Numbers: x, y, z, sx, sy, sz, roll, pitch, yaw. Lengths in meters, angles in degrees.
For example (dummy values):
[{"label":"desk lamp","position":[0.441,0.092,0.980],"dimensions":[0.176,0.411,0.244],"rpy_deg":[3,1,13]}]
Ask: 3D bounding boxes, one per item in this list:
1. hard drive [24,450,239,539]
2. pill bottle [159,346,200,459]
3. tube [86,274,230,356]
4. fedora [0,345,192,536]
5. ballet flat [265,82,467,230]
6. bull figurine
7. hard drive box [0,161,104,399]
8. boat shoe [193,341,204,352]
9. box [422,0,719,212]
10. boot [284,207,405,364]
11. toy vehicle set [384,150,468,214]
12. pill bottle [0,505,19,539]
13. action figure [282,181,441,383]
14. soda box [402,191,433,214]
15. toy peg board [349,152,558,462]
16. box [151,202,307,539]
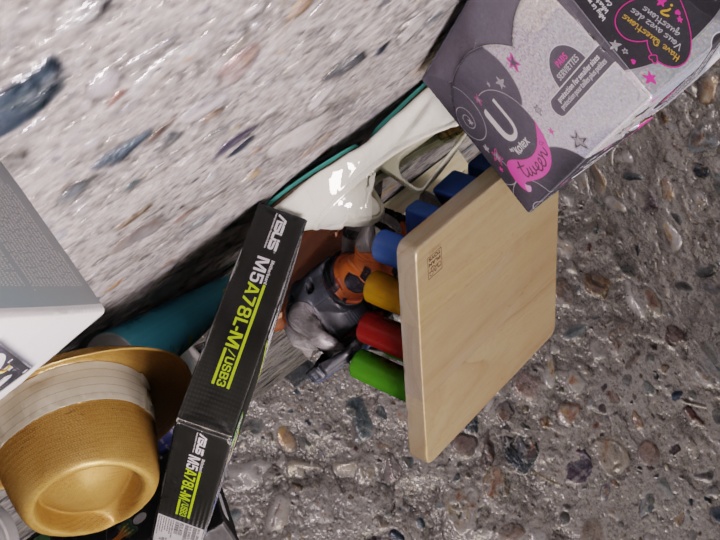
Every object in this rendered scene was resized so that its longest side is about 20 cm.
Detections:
[{"label":"hard drive","position":[-0.203,0.236,0.939],"dimensions":[0.198,0.038,0.140],"rpy_deg":[-31,-151,-5]},{"label":"pill bottle","position":[-0.220,0.158,1.045],"dimensions":[0.199,0.112,0.111],"rpy_deg":[-37,175,-4]},{"label":"tube","position":[-0.150,0.045,0.922],"dimensions":[0.077,0.051,0.200],"rpy_deg":[-37,180,27]},{"label":"fedora","position":[-0.197,0.131,0.787],"dimensions":[0.198,0.083,0.201],"rpy_deg":[-20,153,-11]},{"label":"ballet flat","position":[0.015,-0.076,0.856],"dimensions":[0.199,0.070,0.069],"rpy_deg":[-37,175,-4]},{"label":"bull figurine","position":[-0.066,0.009,1.066],"dimensions":[0.199,0.065,0.121],"rpy_deg":[-39,178,21]},{"label":"hard drive box","position":[-0.186,0.032,0.325],"dimensions":[0.155,0.077,0.200],"rpy_deg":[-39,175,6]},{"label":"boat shoe","position":[-0.203,0.123,1.167],"dimensions":[0.200,0.073,0.064],"rpy_deg":[-20,130,-43]},{"label":"box","position":[0.140,-0.145,0.726],"dimensions":[0.114,0.133,0.200],"rpy_deg":[-37,175,-18]},{"label":"boot","position":[-0.018,-0.002,1.191],"dimensions":[0.079,0.210,0.161],"rpy_deg":[2,105,-40]},{"label":"toy vehicle set","position":[0.045,-0.068,1.372],"dimensions":[0.199,0.027,0.124],"rpy_deg":[-38,175,-3]},{"label":"pill bottle","position":[-0.337,0.230,0.850],"dimensions":[0.110,0.112,0.200],"rpy_deg":[-37,175,3]},{"label":"action figure","position":[0.000,0.000,0.988],"dimensions":[0.194,0.105,0.200],"rpy_deg":[-48,177,29]},{"label":"soda box","position":[0.040,-0.011,1.322],"dimensions":[0.200,0.064,0.068],"rpy_deg":[-41,173,33]},{"label":"toy peg board","position":[0.068,0.006,0.901],"dimensions":[0.199,0.097,0.202],"rpy_deg":[-39,136,-39]},{"label":"box","position":[-0.101,0.085,0.845],"dimensions":[0.201,0.047,0.195],"rpy_deg":[112,-2,-51]}]
